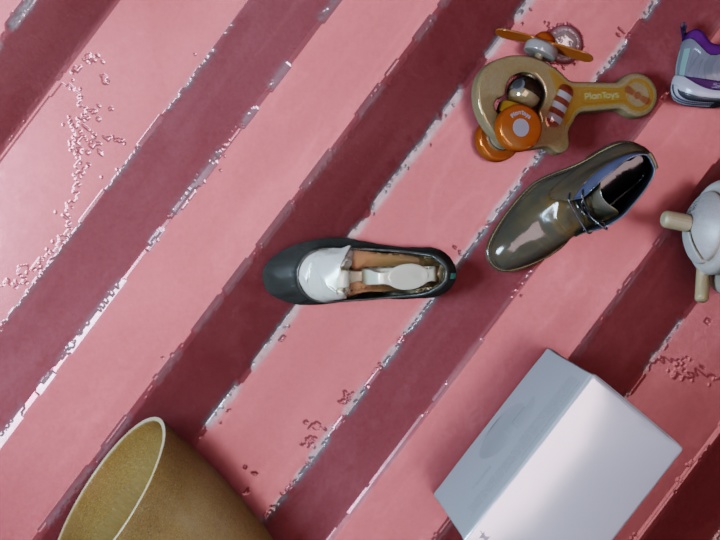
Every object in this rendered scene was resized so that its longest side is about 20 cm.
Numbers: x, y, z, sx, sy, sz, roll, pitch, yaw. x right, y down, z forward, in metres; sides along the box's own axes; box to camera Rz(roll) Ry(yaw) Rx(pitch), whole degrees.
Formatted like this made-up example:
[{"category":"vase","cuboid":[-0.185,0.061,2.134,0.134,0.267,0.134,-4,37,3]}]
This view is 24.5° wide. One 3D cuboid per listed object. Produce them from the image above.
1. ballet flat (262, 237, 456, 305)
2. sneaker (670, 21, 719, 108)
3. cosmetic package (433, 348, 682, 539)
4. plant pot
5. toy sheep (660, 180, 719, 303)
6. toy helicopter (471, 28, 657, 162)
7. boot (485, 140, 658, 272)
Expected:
[{"category":"ballet flat","cuboid":[0.000,0.000,1.673,0.198,0.068,0.069,-4,94,-4]},{"category":"sneaker","cuboid":[0.420,-0.207,1.695,0.198,0.074,0.089,6,88,-4]},{"category":"cosmetic package","cuboid":[0.190,0.201,1.636,0.123,0.200,0.200,38,90,-6]},{"category":"plant pot","cuboid":[-0.172,0.278,1.634,0.199,0.186,0.187,37,90,-19]},{"category":"toy sheep","cuboid":[0.394,-0.029,1.674,0.198,0.138,0.139,13,93,-22]},{"category":"toy helicopter","cuboid":[0.208,-0.185,1.689,0.198,0.079,0.134,-4,85,-15]},{"category":"boot","cuboid":[0.214,-0.067,1.672,0.199,0.097,0.075,-37,96,-2]}]
